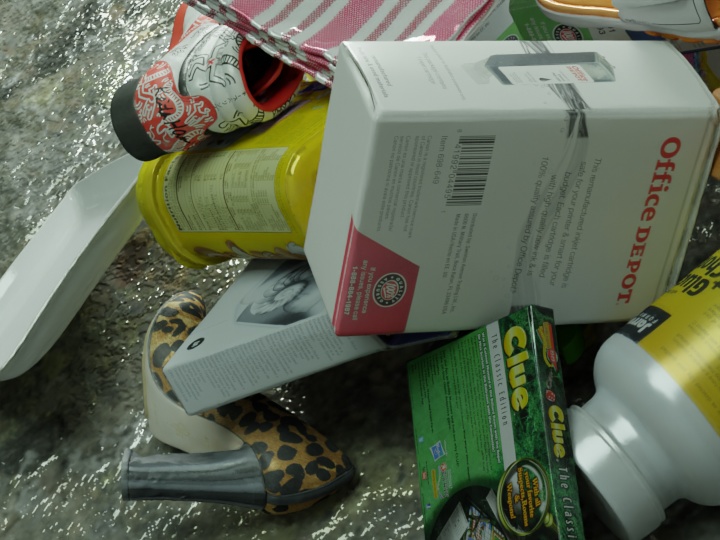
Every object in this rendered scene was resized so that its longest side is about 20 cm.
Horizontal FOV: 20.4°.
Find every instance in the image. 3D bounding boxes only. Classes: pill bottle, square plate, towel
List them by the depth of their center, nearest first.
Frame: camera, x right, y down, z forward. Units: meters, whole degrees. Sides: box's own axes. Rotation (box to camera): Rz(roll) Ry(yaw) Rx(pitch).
[{"bbox_3d":[0.200,0.057,1.097,0.200,0.112,0.112,-38,45,-6],"label":"pill bottle"},{"bbox_3d":[-0.015,-0.189,1.197,0.200,0.030,0.146,31,67,20],"label":"towel"},{"bbox_3d":[-0.213,0.006,1.375,0.198,0.028,0.200,-56,18,-22],"label":"square plate"}]

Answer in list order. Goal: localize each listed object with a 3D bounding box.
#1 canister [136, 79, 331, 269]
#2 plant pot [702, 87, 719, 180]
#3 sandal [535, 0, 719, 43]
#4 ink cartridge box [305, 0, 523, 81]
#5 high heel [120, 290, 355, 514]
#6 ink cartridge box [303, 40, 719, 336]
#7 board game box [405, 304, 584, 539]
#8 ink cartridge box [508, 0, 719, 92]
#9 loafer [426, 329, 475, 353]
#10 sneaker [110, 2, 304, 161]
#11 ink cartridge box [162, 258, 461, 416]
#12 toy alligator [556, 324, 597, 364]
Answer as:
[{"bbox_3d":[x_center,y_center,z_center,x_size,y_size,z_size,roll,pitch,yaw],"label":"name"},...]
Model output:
[{"bbox_3d":[-0.035,-0.065,1.254,0.148,0.087,0.200,-36,18,-25],"label":"canister"},{"bbox_3d":[0.295,-0.108,1.096,0.200,0.200,0.141,22,109,40],"label":"plant pot"},{"bbox_3d":[0.157,-0.173,1.121,0.206,0.059,0.079,4,71,51],"label":"sandal"},{"bbox_3d":[0.026,-0.185,1.331,0.145,0.200,0.084,-44,45,-19],"label":"ink cartridge box"},{"bbox_3d":[-0.070,0.080,1.281,0.142,0.072,0.200,1,38,3],"label":"high heel"},{"bbox_3d":[0.081,-0.047,1.098,0.199,0.146,0.085,-1,37,-17],"label":"ink cartridge box"},{"bbox_3d":[0.074,0.129,1.074,0.105,0.023,0.201,-28,60,46],"label":"board game box"},{"bbox_3d":[0.212,-0.161,1.253,0.199,0.145,0.088,-7,51,23],"label":"ink cartridge box"},{"bbox_3d":[0.082,0.129,1.136,0.072,0.063,0.201,-28,57,39],"label":"loafer"},{"bbox_3d":[-0.074,-0.141,1.277,0.108,0.067,0.202,-16,24,28],"label":"sneaker"},{"bbox_3d":[0.000,0.000,1.227,0.199,0.041,0.200,-18,20,31],"label":"ink cartridge box"},{"bbox_3d":[0.112,-0.007,1.237,0.054,0.059,0.200,-17,35,18],"label":"toy alligator"}]
